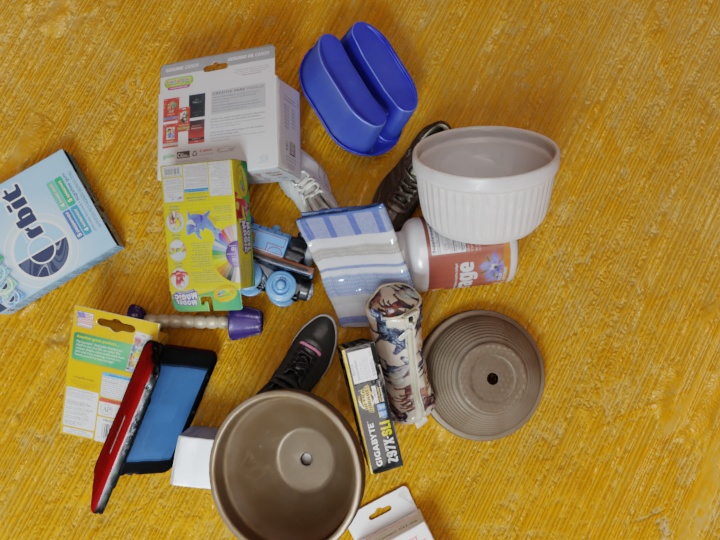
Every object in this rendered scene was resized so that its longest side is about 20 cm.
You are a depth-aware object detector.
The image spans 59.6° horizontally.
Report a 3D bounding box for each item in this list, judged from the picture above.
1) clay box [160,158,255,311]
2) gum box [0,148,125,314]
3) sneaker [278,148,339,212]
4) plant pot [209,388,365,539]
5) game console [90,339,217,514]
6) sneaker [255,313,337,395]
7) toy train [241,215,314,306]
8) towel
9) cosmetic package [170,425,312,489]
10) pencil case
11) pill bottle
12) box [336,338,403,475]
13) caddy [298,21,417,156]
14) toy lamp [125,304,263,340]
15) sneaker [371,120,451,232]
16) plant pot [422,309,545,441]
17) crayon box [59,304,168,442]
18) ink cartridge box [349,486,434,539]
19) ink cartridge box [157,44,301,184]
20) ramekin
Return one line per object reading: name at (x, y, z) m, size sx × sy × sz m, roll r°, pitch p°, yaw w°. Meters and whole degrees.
clay box at (-0.209, -0.047, 0.869) m, size 0.114 × 0.048 × 0.203 m, roll -2°, pitch 95°, yaw 18°
gum box at (-0.490, -0.058, 0.953) m, size 0.199 × 0.045 × 0.171 m, roll -31°, pitch 88°, yaw -5°
sneaker at (-0.068, -0.112, 0.955) m, size 0.074 × 0.087 × 0.201 m, roll -34°, pitch 86°, yaw -3°
plant pot at (-0.084, 0.250, 0.805) m, size 0.198 × 0.093 × 0.203 m, roll -1°, pitch 87°, yaw 15°
game console at (-0.271, 0.210, 0.853) m, size 0.118 × 0.172 × 0.202 m, roll 22°, pitch 93°, yaw -23°
sneaker at (-0.094, 0.154, 0.927) m, size 0.070 × 0.099 × 0.201 m, roll 32°, pitch 84°, yaw 2°
toy train at (-0.158, -0.021, 0.946) m, size 0.198 × 0.087 × 0.115 m, roll 17°, pitch 79°, yaw -1°
towel at (0.000, 0.000, 0.901) m, size 0.145 × 0.024 × 0.201 m, roll -4°, pitch 122°, yaw 29°
cosmetic package at (-0.163, 0.276, 0.914) m, size 0.198 × 0.102 × 0.075 m, roll 9°, pitch 84°, yaw -3°
pencil case at (0.059, 0.122, 0.884) m, size 0.077 × 0.090 × 0.202 m, roll -15°, pitch 118°, yaw -9°
pill bottle at (0.126, -0.027, 0.944) m, size 0.198 × 0.112 × 0.114 m, roll -7°, pitch 86°, yaw -2°
box at (0.009, 0.180, 0.879) m, size 0.049 × 0.200 × 0.161 m, roll -15°, pitch 87°, yaw -5°
caddy at (-0.006, -0.274, 0.964) m, size 0.141 × 0.105 × 0.201 m, roll -30°, pitch 87°, yaw -27°
toy lamp at (-0.247, 0.077, 0.947) m, size 0.197 × 0.058 × 0.059 m, roll -1°, pitch 86°, yaw -3°
sneaker at (0.075, -0.146, 0.969) m, size 0.070 × 0.076 × 0.201 m, roll 29°, pitch 84°, yaw 0°
plant pot at (0.186, 0.159, 0.943) m, size 0.198 × 0.093 × 0.203 m, roll 0°, pitch 86°, yaw -1°
crayon box at (-0.354, 0.149, 0.911) m, size 0.124 × 0.052 × 0.202 m, roll 13°, pitch 105°, yaw -1°
ink cartridge box at (0.066, 0.440, 0.927) m, size 0.116 × 0.068 × 0.202 m, roll -26°, pitch 87°, yaw -4°
ink cartridge box at (-0.193, -0.219, 0.928) m, size 0.198 × 0.084 × 0.178 m, roll -2°, pitch 85°, yaw 18°
ramekin at (0.173, -0.120, 0.878) m, size 0.198 × 0.201 × 0.106 m, roll -7°, pitch 121°, yaw -3°
